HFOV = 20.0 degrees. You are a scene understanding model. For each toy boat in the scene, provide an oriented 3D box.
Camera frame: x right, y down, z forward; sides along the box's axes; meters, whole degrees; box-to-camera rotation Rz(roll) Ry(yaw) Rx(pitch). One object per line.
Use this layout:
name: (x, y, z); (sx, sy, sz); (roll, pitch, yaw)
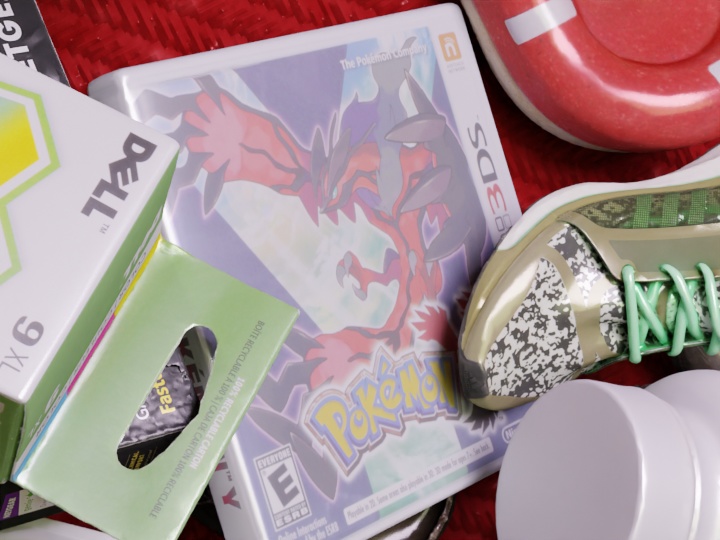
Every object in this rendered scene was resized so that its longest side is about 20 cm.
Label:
toy boat: (0.108, -0.145, 0.808); (0.130, 0.131, 0.200); (-31, 102, -22)

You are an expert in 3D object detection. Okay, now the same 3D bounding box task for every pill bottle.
pill bottle: (0.153, 0.099, 0.769); (0.200, 0.112, 0.113); (13, 84, -33)

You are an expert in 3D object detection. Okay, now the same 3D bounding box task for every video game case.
video game case: (0.000, 0.000, 0.763); (0.200, 0.023, 0.183); (-20, 93, -49)

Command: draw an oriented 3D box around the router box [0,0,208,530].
router box: (-0.156, -0.007, 0.674); (0.149, 0.051, 0.200); (-15, 66, -24)

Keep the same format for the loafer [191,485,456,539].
loafer: (-0.044, 0.064, 0.765); (0.200, 0.071, 0.073); (23, 80, -23)

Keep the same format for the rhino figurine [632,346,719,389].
rhino figurine: (0.128, 0.081, 0.854); (0.087, 0.060, 0.200); (35, 72, -31)

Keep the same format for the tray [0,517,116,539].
tray: (-0.063, 0.114, 0.735); (0.200, 0.107, 0.022); (18, 78, -25)

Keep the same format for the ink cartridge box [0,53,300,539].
ink cartridge box: (-0.121, -0.008, 0.617); (0.200, 0.059, 0.104); (27, 56, 1)

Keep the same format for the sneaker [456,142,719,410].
sneaker: (0.128, 0.004, 0.781); (0.200, 0.089, 0.077); (-25, 121, -23)
